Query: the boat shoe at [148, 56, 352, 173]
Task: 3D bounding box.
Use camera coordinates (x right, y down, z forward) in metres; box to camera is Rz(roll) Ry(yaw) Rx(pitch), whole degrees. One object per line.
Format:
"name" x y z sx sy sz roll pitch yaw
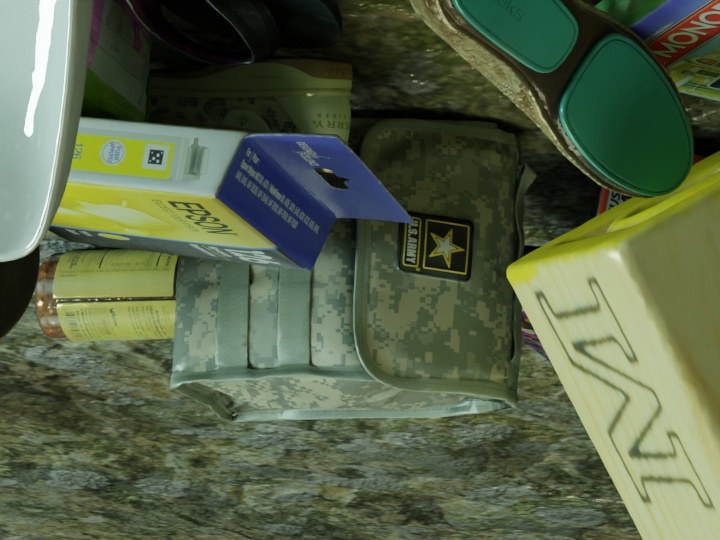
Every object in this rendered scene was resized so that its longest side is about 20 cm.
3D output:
"boat shoe" -0.090 -0.077 1.317 0.200 0.063 0.073 -4 180 41

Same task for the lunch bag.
"lunch bag" 0.000 0.000 1.411 0.200 0.164 0.118 -3 163 18

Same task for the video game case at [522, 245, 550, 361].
"video game case" 0.179 0.035 1.488 0.181 0.036 0.200 6 165 28

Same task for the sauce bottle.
"sauce bottle" -0.119 0.016 1.645 0.200 0.066 0.066 0 162 16

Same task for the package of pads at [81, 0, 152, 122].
"package of pads" -0.203 -0.125 1.214 0.154 0.068 0.200 -3 162 20

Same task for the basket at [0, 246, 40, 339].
"basket" -0.279 -0.008 1.378 0.136 0.181 0.200 -26 -167 -35

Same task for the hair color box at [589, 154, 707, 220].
"hair color box" 0.236 -0.017 1.436 0.200 0.061 0.102 11 165 2

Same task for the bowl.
"bowl" -0.206 -0.118 1.074 0.200 0.200 0.075 16 -151 11

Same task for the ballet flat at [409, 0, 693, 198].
"ballet flat" 0.092 -0.107 1.196 0.200 0.071 0.065 43 174 -36

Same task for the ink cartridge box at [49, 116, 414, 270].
"ink cartridge box" -0.089 -0.038 1.269 0.200 0.047 0.198 8 171 14

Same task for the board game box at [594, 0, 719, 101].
"board game box" 0.210 -0.131 1.190 0.134 0.029 0.200 10 161 -22

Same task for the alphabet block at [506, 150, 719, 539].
"alphabet block" 0.220 0.038 1.262 0.195 0.200 0.196 -29 -177 -14

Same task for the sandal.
"sandal" -0.085 -0.135 1.195 0.075 0.048 0.200 -8 161 36
